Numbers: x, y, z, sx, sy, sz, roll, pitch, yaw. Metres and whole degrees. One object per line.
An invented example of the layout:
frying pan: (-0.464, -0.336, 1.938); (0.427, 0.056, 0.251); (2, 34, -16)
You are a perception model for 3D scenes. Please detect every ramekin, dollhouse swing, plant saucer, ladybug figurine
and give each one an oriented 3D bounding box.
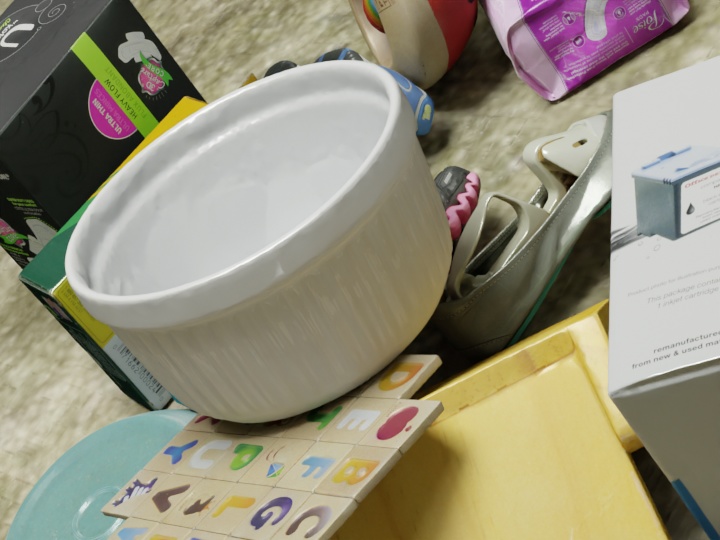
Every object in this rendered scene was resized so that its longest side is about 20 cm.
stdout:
ramekin: (-0.045, -0.012, 0.857); (0.199, 0.105, 0.201); (-23, 30, 14)
dollhouse swing: (0.075, 0.139, 0.824); (0.199, 0.177, 0.182); (-28, -4, 12)
plant saucer: (-0.151, 0.158, 0.987); (0.199, 0.036, 0.201); (-22, 39, 19)
ladybug figurine: (0.035, -0.196, 1.117); (0.072, 0.136, 0.200); (-24, 5, -3)

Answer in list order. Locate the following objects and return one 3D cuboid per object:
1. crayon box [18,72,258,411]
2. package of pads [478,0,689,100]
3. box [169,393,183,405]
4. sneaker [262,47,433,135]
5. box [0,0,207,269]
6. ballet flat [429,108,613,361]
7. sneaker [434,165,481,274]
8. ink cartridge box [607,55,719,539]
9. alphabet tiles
crayon box: (-0.115, -0.022, 1.076); (0.200, 0.127, 0.051); (-49, 38, -17)
package of pads: (0.135, -0.215, 1.120); (0.120, 0.076, 0.200); (-32, 37, 11)
box: (-0.042, 0.008, 1.032); (0.082, 0.049, 0.200); (14, 54, 46)
sneaker: (-0.021, -0.108, 1.145); (0.200, 0.077, 0.076); (9, 85, 63)
box: (-0.188, -0.075, 1.128); (0.124, 0.200, 0.149); (9, 57, 44)
ballet flat: (0.109, -0.039, 0.937); (0.200, 0.064, 0.067); (-53, 14, -7)
sneaker: (0.000, 0.000, 0.965); (0.095, 0.079, 0.200); (27, 57, 19)
ink cartridge box: (0.185, 0.015, 0.773); (0.085, 0.147, 0.201); (-19, 40, 25)
alphabet tiles: (-0.050, 0.096, 0.811); (0.166, 0.006, 0.199); (-44, 23, -29)
